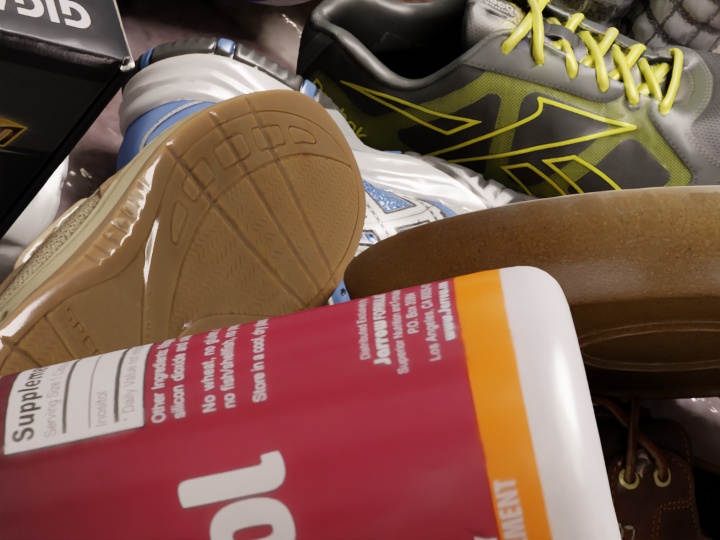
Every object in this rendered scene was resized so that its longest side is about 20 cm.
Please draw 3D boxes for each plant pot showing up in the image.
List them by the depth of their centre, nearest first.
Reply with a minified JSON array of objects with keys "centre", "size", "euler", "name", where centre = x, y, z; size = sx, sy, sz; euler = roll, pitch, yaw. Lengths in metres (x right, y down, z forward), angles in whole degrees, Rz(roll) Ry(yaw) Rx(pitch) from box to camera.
[{"centre":[0.094,0.013,0.738],"size":[0.199,0.200,0.028],"euler":[9,73,-39],"name":"plant pot"}]

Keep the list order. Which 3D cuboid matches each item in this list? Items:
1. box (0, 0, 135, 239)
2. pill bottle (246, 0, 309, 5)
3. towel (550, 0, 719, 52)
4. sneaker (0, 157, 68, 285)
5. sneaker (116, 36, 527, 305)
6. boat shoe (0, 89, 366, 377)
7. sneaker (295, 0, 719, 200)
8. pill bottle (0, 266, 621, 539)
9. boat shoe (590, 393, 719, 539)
[{"centre":[-0.180,-0.036,0.599],"size":[0.199,0.159,0.046],"euler":[11,46,-39],"name":"box"},{"centre":[-0.055,-0.161,0.914],"size":[0.199,0.112,0.112],"euler":[7,46,-40],"name":"pill bottle"},{"centre":[0.098,-0.128,0.987],"size":[0.085,0.166,0.200],"euler":[29,34,-8],"name":"towel"},{"centre":[-0.147,-0.083,0.766],"size":[0.099,0.078,0.201],"euler":[16,40,-28],"name":"sneaker"},{"centre":[0.000,0.000,0.837],"size":[0.199,0.076,0.077],"euler":[25,54,-19],"name":"sneaker"},{"centre":[-0.070,0.008,0.720],"size":[0.200,0.064,0.072],"euler":[-41,106,-46],"name":"boat shoe"},{"centre":[0.068,-0.059,0.864],"size":[0.199,0.085,0.075],"euler":[-1,41,10],"name":"sneaker"},{"centre":[-0.039,0.073,0.583],"size":[0.113,0.199,0.114],"euler":[-13,90,-86],"name":"pill bottle"},{"centre":[0.076,0.069,0.777],"size":[0.200,0.070,0.071],"euler":[27,34,-48],"name":"boat shoe"}]
